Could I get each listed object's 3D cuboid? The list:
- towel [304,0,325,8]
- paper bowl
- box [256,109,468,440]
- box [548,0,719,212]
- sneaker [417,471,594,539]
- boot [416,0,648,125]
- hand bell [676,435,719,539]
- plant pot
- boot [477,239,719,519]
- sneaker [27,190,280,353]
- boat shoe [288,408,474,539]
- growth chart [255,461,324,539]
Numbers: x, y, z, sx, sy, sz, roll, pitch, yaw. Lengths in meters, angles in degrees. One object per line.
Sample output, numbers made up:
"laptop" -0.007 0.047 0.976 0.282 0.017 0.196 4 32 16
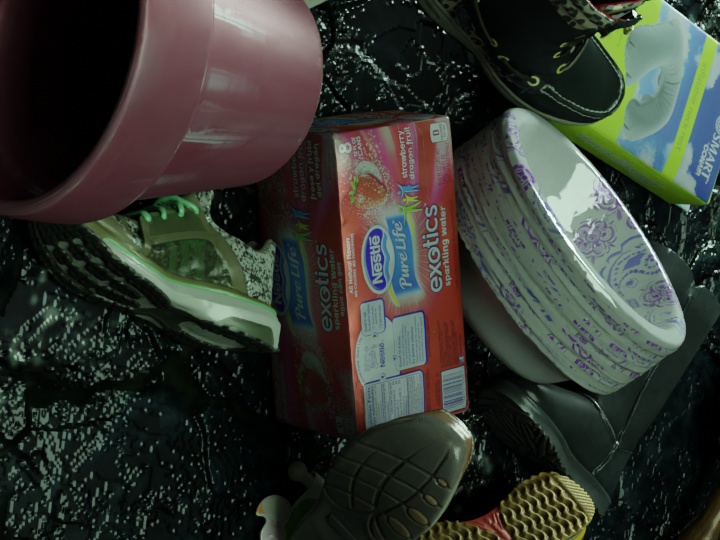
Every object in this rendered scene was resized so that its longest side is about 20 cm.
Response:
"towel" -0.051 -0.233 1.239 0.199 0.034 0.134 -28 111 -34
"paper bowl" 0.126 -0.004 1.330 0.104 0.201 0.200 -36 129 19
"box" 0.000 0.000 1.264 0.099 0.095 0.202 -13 103 -37
"box" 0.222 -0.134 1.475 0.199 0.047 0.123 27 77 -38
"sneaker" 0.081 0.218 1.366 0.199 0.075 0.091 -18 139 -32
"boot" 0.144 -0.161 1.292 0.203 0.153 0.074 35 72 -34
"hand bell" 0.296 0.182 1.564 0.104 0.104 0.201 35 85 -37
"plant pot" -0.124 -0.121 1.088 0.178 0.199 0.202 8 89 -49
"boot" 0.182 0.060 1.447 0.201 0.065 0.165 -55 134 -18
"sneaker" -0.122 -0.017 1.186 0.200 0.076 0.089 32 61 -43
"boat shoe" 0.019 0.138 1.233 0.076 0.200 0.072 48 50 5
"growth chart" -0.041 0.243 1.307 0.144 0.018 0.201 33 71 -39
